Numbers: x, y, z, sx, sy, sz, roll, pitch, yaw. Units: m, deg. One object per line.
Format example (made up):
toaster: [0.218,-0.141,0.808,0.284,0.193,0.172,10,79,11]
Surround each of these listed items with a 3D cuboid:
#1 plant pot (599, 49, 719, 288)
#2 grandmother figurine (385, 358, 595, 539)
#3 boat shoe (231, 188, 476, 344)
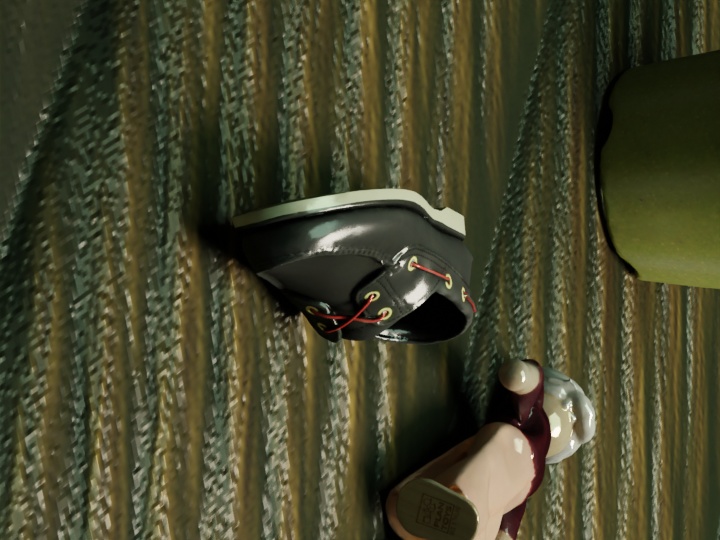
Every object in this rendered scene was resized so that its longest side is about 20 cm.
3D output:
plant pot: [0.248,-0.061,1.688,0.200,0.183,0.202,-2,90,-65]
grandmother figurine: [0.071,0.099,1.467,0.200,0.060,0.122,-38,150,-62]
boat shoe: [0.003,0.000,1.306,0.201,0.073,0.064,15,67,-67]
